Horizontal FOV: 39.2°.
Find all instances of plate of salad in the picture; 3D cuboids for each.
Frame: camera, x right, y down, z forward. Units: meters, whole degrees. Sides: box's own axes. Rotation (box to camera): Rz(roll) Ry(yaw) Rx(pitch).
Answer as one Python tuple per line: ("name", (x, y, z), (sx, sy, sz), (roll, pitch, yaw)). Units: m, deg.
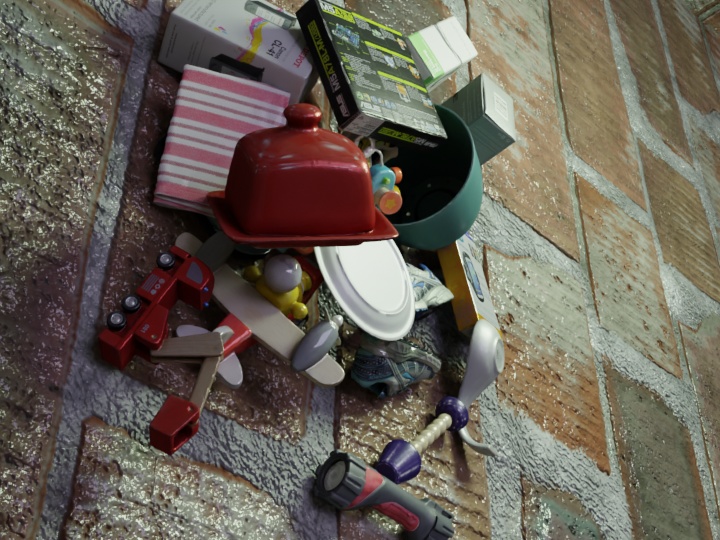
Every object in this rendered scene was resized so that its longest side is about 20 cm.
("plate of salad", (0.000, 0.000, 1.293), (0.200, 0.048, 0.201), (35, 40, -35))

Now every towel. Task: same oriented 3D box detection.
("towel", (-0.173, -0.157, 1.277), (0.145, 0.030, 0.202), (14, 67, -15))

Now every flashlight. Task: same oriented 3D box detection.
("flashlight", (0.031, 0.293, 1.246), (0.200, 0.067, 0.068), (40, 34, -30))

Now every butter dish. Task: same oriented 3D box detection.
("butter dish", (-0.069, -0.116, 1.156), (0.198, 0.149, 0.200), (-2, 20, -16))

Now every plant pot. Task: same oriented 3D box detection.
("plant pot", (0.094, -0.125, 1.519), (0.161, 0.199, 0.202), (47, 28, -59))

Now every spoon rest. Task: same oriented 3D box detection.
("spoon rest", (0.173, 0.168, 1.479), (0.099, 0.060, 0.202), (49, 43, -56))

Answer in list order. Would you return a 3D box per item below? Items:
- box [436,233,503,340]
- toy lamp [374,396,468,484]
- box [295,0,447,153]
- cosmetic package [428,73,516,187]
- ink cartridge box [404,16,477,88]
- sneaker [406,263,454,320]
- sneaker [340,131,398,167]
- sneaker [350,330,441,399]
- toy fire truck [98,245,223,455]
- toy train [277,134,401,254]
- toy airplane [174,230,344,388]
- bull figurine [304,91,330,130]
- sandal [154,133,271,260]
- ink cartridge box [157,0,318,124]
("box", (0.166, 0.013, 1.600), (0.119, 0.041, 0.202), (35, 36, -59))
("toy lamp", (0.081, 0.229, 1.354), (0.058, 0.058, 0.200), (58, 34, 1))
("box", (0.017, -0.266, 1.394), (0.199, 0.047, 0.194), (6, 54, -50))
("cosmetic package", (0.153, -0.213, 1.645), (0.090, 0.199, 0.108), (34, 39, -32))
("ink cartridge box", (0.091, -0.341, 1.710), (0.084, 0.145, 0.200), (56, 36, -3))
("sneaker", (0.058, 0.035, 1.466), (0.086, 0.077, 0.200), (58, 26, 8))
("sneaker", (-0.022, -0.128, 1.417), (0.201, 0.076, 0.076), (-56, 148, -19))
("sneaker", (0.041, 0.131, 1.378), (0.077, 0.087, 0.200), (28, 0, 31))
("toy fire truck", (-0.197, 0.079, 1.073), (0.140, 0.049, 0.201), (28, 57, 10))
("toy train", (-0.020, -0.079, 1.367), (0.056, 0.200, 0.150), (41, -1, 44))
("toy airplane", (-0.118, 0.040, 1.182), (0.198, 0.142, 0.200), (12, 42, -23))
("bull figurine", (-0.093, -0.217, 1.471), (0.121, 0.065, 0.201), (-22, 80, -50))
("sandal", (-0.184, -0.093, 1.288), (0.200, 0.043, 0.076), (49, 37, -12))
("ink cartridge box", (-0.155, -0.306, 1.388), (0.199, 0.086, 0.148), (25, 40, -2))
